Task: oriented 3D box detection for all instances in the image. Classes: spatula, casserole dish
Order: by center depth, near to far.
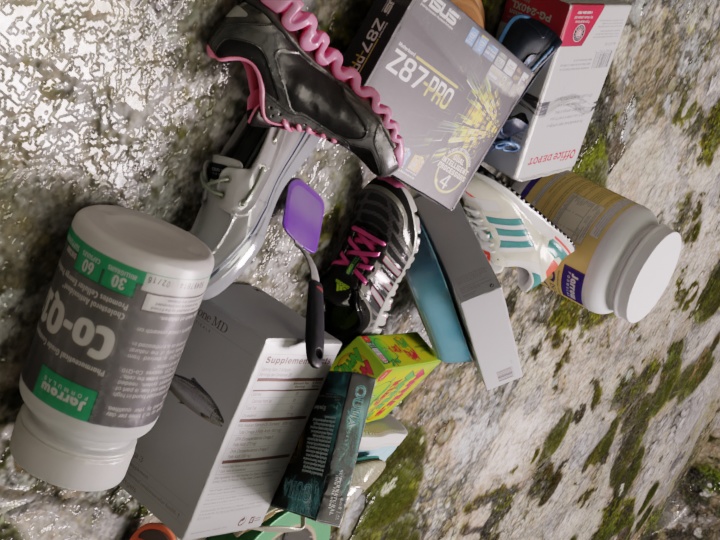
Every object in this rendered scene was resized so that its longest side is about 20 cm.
[{"bbox_3d":[-0.046,0.002,1.047,0.020,0.201,0.056,-26,138,22],"label":"spatula"},{"bbox_3d":[0.077,0.028,1.295,0.039,0.121,0.200,-22,141,2],"label":"casserole dish"}]

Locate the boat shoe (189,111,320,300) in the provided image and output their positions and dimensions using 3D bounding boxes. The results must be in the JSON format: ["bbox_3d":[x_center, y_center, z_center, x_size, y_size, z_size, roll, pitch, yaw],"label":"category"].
[{"bbox_3d":[-0.106,-0.074,0.978,0.067,0.073,0.201,46,65,-44],"label":"boat shoe"}]

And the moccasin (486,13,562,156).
[{"bbox_3d":[0.145,-0.163,1.209,0.201,0.068,0.080,-66,174,24],"label":"moccasin"}]

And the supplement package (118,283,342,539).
[{"bbox_3d":[-0.126,0.124,1.059,0.117,0.117,0.201,7,109,-56],"label":"supplement package"}]

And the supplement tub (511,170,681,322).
[{"bbox_3d":[0.281,-0.035,1.452,0.145,0.200,0.146,-36,143,-34],"label":"supplement tub"}]

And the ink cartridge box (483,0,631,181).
[{"bbox_3d":[0.206,-0.213,1.299,0.145,0.083,0.201,-16,129,-51],"label":"ink cartridge box"}]

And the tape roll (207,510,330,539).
[{"bbox_3d":[-0.117,0.342,1.334,0.200,0.048,0.201,-37,143,-35],"label":"tape roll"}]

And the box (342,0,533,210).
[{"bbox_3d":[0.060,-0.162,1.088,0.200,0.049,0.162,27,94,-49],"label":"box"}]

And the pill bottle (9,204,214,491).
[{"bbox_3d":[-0.196,0.061,0.901,0.113,0.113,0.201,0,116,-56],"label":"pill bottle"}]

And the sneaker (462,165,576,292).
[{"bbox_3d":[0.157,-0.046,1.331,0.199,0.070,0.094,35,97,-32],"label":"sneaker"}]

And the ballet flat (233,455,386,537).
[{"bbox_3d":[-0.057,0.250,1.270,0.199,0.063,0.067,-7,158,-27],"label":"ballet flat"}]

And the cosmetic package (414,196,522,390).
[{"bbox_3d":[0.123,0.022,1.314,0.051,0.151,0.200,-21,144,1],"label":"cosmetic package"}]

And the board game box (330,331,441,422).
[{"bbox_3d":[0.012,0.120,1.268,0.102,0.048,0.200,-46,164,13],"label":"board game box"}]

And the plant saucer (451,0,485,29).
[{"bbox_3d":[0.063,-0.193,1.154,0.200,0.032,0.201,-36,142,-35],"label":"plant saucer"}]

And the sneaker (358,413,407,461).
[{"bbox_3d":[-0.014,0.203,1.341,0.082,0.074,0.200,-57,149,8],"label":"sneaker"}]

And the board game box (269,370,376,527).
[{"bbox_3d":[-0.056,0.162,1.107,0.028,0.200,0.136,18,79,-24],"label":"board game box"}]

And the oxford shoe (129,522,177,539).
[{"bbox_3d":[-0.214,0.331,1.179,0.073,0.071,0.201,-63,167,-68],"label":"oxford shoe"}]

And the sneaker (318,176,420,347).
[{"bbox_3d":[0.000,0.000,1.182,0.087,0.074,0.201,-29,143,-51],"label":"sneaker"}]

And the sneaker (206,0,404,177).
[{"bbox_3d":[-0.047,-0.139,0.944,0.095,0.079,0.200,-46,113,-8],"label":"sneaker"}]
